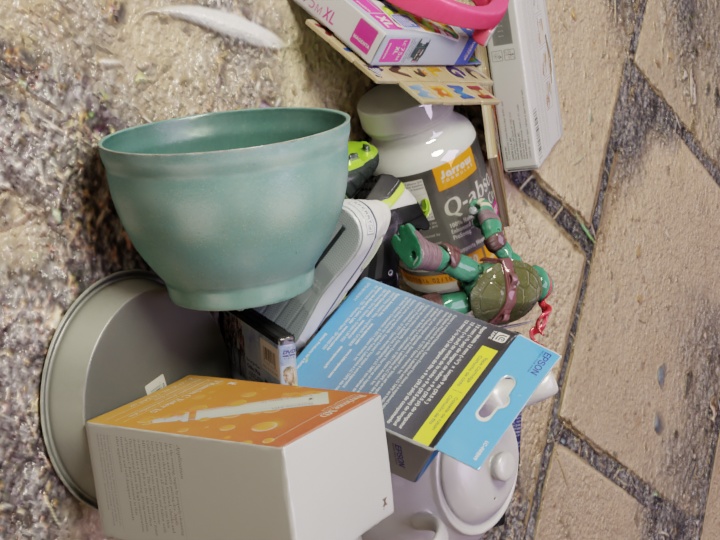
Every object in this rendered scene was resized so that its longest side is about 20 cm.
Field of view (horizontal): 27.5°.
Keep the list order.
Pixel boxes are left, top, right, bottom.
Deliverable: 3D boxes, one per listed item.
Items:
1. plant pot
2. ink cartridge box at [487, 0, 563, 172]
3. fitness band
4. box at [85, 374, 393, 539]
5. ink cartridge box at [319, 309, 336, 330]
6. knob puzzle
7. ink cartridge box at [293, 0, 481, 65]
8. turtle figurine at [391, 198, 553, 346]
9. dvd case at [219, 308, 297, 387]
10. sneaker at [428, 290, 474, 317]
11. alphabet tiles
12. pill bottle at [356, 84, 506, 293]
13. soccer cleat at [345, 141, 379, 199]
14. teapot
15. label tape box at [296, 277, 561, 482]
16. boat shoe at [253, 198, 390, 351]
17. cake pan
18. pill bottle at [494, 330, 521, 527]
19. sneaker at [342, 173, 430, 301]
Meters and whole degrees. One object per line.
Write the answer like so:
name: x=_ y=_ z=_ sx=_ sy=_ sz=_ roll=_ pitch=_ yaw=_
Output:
plant pot: x=-0.101 y=-0.047 z=1.170 sx=0.200 sy=0.199 sz=0.135 roll=-23 pitch=114 yaw=-51
ink cartridge box: x=0.187 y=-0.231 z=1.686 sx=0.174 sy=0.043 sz=0.202 roll=-47 pitch=130 yaw=-67
fitness band: x=0.075 y=-0.279 z=1.434 sx=0.038 sy=0.143 sz=0.200 roll=-59 pitch=-177 yaw=25
box: x=-0.092 y=0.150 z=1.122 sx=0.124 sy=0.199 sz=0.098 roll=-22 pitch=110 yaw=-52
ink cartridge box: x=0.018 y=0.146 z=1.431 sx=0.147 sy=0.085 sz=0.202 roll=26 pitch=70 yaw=-48
knob puzzle: x=0.128 y=-0.171 z=1.573 sx=0.220 sy=0.030 sz=0.222 roll=-8 pitch=90 yaw=-82
ink cartridge box: x=0.034 y=-0.243 z=1.414 sx=0.199 sy=0.119 sz=0.042 roll=-8 pitch=135 yaw=-55
turtle figurine: x=0.113 y=0.009 z=1.389 sx=0.199 sy=0.100 sz=0.151 roll=1 pitch=98 yaw=-37
dvd case: x=-0.083 y=0.134 z=1.243 sx=0.017 sy=0.142 sz=0.202 roll=-9 pitch=106 yaw=-23
sneaker: x=0.113 y=0.011 z=1.567 sx=0.200 sy=0.079 sz=0.078 roll=-43 pitch=121 yaw=-67
alphabet tiles: x=0.041 y=-0.207 z=1.404 sx=0.199 sy=0.166 sz=0.006 roll=-8 pitch=135 yaw=-53
pill bottle: x=0.070 y=-0.088 z=1.468 sx=0.116 sy=0.116 sz=0.201 roll=-47 pitch=128 yaw=-42
soccer cleat: x=-0.050 y=-0.059 z=1.359 sx=0.200 sy=0.067 sz=0.082 roll=-40 pitch=139 yaw=-43
teapot: x=0.072 y=0.175 z=1.317 sx=0.197 sy=0.145 sz=0.202 roll=14 pitch=80 yaw=-46
label tape box: x=0.050 y=0.100 z=1.240 sx=0.143 sy=0.199 sz=0.066 roll=-49 pitch=147 yaw=-34
boat shoe: x=-0.040 y=0.015 z=1.275 sx=0.067 sy=0.200 sz=0.074 roll=-16 pitch=67 yaw=-54
cake pan: x=-0.176 y=0.101 z=1.206 sx=0.200 sy=0.036 sz=0.202 roll=-4 pitch=96 yaw=-54
pill bottle: x=0.114 y=0.162 z=1.542 sx=0.111 sy=0.111 sz=0.202 roll=4 pitch=88 yaw=-54
sneaker: x=0.000 y=0.000 z=1.368 sx=0.083 sy=0.072 sz=0.201 roll=41 pitch=73 yaw=-13
